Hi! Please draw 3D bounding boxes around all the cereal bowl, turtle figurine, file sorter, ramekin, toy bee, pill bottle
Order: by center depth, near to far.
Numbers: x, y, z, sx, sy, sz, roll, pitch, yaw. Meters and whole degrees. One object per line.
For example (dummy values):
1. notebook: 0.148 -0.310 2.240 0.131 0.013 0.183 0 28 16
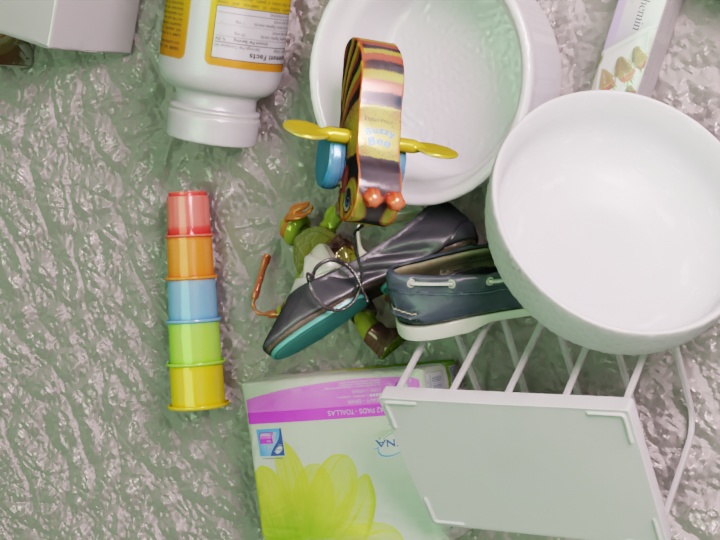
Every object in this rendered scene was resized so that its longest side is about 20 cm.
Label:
1. cereal bowl: 0.181 -0.025 0.995 0.200 0.199 0.084 47 154 18
2. toy bee: 0.014 -0.076 1.030 0.109 0.129 0.203 -175 71 -73
3. file sorter: 0.142 0.111 1.059 0.197 0.125 0.140 -1 128 31
4. ramekin: 0.066 -0.156 1.112 0.198 0.097 0.204 3 97 31
5. turtle figurine: -0.015 -0.011 1.193 0.161 0.064 0.202 38 109 20
6. pill bottle: -0.118 -0.215 1.208 0.110 0.111 0.203 15 102 28

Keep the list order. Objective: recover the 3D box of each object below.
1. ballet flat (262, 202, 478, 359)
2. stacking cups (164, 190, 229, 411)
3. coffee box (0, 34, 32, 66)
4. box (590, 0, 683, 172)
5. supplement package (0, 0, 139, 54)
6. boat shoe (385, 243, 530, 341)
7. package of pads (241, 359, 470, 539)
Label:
1. ballet flat: 0.000 0.000 1.121 0.198 0.073 0.074 -28 80 -1
2. stacking cups: -0.158 0.028 1.285 0.060 0.060 0.204 -1 95 31
3. coffee box: -0.410 -0.258 1.327 0.079 0.199 0.116 9 99 29
4. box: 0.213 -0.176 1.056 0.038 0.041 0.203 23 107 26
5. supplement package: -0.277 -0.316 1.287 0.118 0.121 0.203 19 104 27
6. boat shoe: 0.116 -0.004 1.069 0.197 0.075 0.063 -15 115 0
7. package of pads: -0.004 0.165 1.203 0.198 0.068 0.157 -8 91 32
